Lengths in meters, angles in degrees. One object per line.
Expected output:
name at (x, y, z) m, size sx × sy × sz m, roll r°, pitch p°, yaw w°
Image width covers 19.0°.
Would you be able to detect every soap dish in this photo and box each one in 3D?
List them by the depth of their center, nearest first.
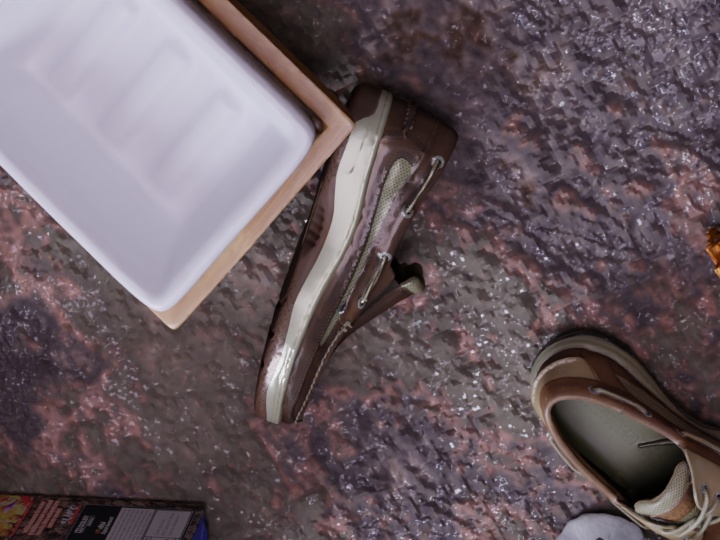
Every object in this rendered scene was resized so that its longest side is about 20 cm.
soap dish at (-0.116, -0.094, 1.139) m, size 0.200 × 0.081 × 0.157 m, roll 44°, pitch 113°, yaw 3°

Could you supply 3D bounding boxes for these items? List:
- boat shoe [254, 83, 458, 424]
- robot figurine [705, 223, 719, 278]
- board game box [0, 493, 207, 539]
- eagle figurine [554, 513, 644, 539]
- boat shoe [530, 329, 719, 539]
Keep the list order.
boat shoe at (0.000, 0.002, 1.182) m, size 0.074 × 0.075 × 0.203 m, roll 18°, pitch 115°, yaw -4°
robot figurine at (0.292, -0.021, 1.126) m, size 0.199 × 0.058 × 0.145 m, roll -29°, pitch 106°, yaw 21°
board game box at (-0.200, 0.211, 1.258) m, size 0.199 × 0.160 × 0.097 m, roll 2°, pitch 114°, yaw 10°
eagle figurine at (0.185, 0.246, 1.241) m, size 0.151 × 0.152 × 0.200 m, roll 11°, pitch 159°, yaw 48°
boat shoe at (0.173, 0.118, 1.199) m, size 0.200 × 0.074 × 0.076 m, roll 36°, pitch 114°, yaw -6°
